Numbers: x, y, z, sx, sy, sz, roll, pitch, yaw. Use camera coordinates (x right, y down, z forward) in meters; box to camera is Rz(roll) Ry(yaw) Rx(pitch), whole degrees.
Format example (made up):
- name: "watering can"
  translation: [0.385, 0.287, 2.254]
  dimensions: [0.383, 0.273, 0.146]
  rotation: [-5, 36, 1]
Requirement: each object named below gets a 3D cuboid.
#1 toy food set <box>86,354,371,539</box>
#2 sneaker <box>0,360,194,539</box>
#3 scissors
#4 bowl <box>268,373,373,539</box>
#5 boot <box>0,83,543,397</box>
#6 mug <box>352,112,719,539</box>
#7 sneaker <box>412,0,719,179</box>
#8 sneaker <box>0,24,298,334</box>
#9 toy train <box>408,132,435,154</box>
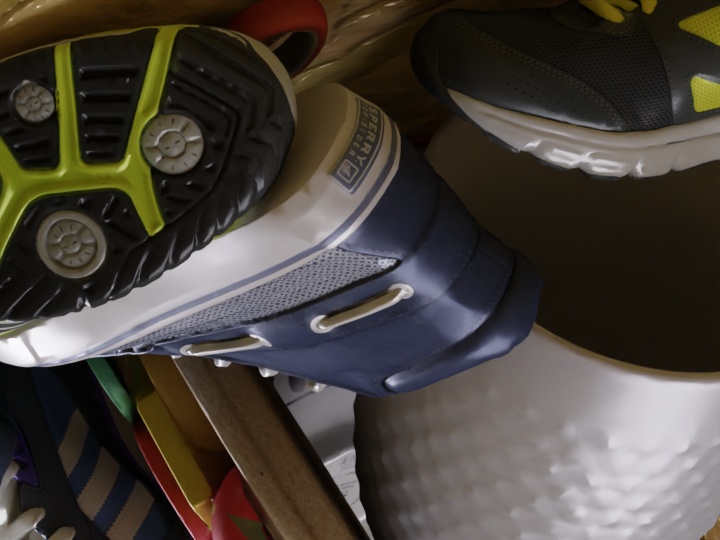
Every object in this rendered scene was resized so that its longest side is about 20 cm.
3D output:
- name: "toy food set"
  translation: [-0.036, 0.083, 0.765]
  dimensions: [0.048, 0.199, 0.200]
  rotation: [-33, 151, -2]
- name: "sneaker"
  translation: [-0.133, 0.098, 0.761]
  dimensions: [0.080, 0.201, 0.146]
  rotation: [-40, 157, 30]
- name: "scissors"
  translation: [-0.056, -0.046, 0.685]
  dimensions: [0.073, 0.014, 0.200]
  rotation: [-19, 170, -13]
- name: "bowl"
  translation: [-0.025, 0.070, 0.924]
  dimensions: [0.199, 0.094, 0.202]
  rotation: [-22, 145, -17]
- name: "boot"
  translation: [-0.040, 0.011, 0.649]
  dimensions: [0.199, 0.090, 0.073]
  rotation: [-15, -138, 48]
- name: "mug"
  translation: [0.094, 0.045, 0.759]
  dimensions: [0.198, 0.148, 0.176]
  rotation: [-3, 135, -22]
- name: "sneaker"
  translation: [0.111, -0.081, 0.683]
  dimensions: [0.198, 0.085, 0.075]
  rotation: [0, -155, -22]
- name: "sneaker"
  translation: [-0.105, -0.021, 0.602]
  dimensions: [0.199, 0.076, 0.076]
  rotation: [-24, -166, 21]
- name: "toy train"
  translation: [0.070, -0.057, 0.814]
  dimensions: [0.198, 0.056, 0.150]
  rotation: [-14, 147, 16]
